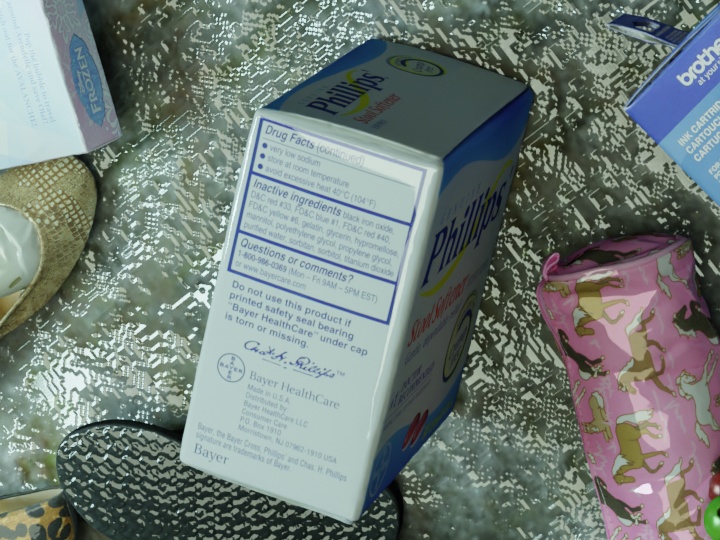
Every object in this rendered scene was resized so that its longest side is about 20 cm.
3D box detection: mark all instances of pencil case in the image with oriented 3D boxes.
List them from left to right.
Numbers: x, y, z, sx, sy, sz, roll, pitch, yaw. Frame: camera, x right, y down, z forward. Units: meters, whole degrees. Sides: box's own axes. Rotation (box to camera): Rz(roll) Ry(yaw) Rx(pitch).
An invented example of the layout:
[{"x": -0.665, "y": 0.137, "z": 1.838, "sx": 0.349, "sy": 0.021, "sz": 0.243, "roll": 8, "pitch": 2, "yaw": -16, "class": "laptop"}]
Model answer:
[{"x": 0.154, "y": 0.077, "z": 1.542, "sx": 0.083, "sy": 0.086, "sz": 0.201, "roll": -1, "pitch": 107, "yaw": 53, "class": "pencil case"}]

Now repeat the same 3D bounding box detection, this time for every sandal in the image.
[{"x": -0.075, "y": 0.128, "z": 1.657, "sx": 0.199, "sy": 0.048, "sz": 0.076, "roll": 11, "pitch": 107, "yaw": 2, "class": "sandal"}]

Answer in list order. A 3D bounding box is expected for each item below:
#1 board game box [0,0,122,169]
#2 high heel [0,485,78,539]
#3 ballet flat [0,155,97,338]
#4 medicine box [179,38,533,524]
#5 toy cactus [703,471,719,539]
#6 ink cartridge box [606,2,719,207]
[{"x": -0.248, "y": -0.149, "z": 1.619, "sx": 0.198, "sy": 0.043, "sz": 0.201, "roll": -9, "pitch": 103, "yaw": 32, "class": "board game box"}, {"x": -0.267, "y": 0.136, "z": 1.700, "sx": 0.200, "sy": 0.071, "sz": 0.143, "roll": 32, "pitch": 120, "yaw": -10, "class": "high heel"}, {"x": -0.222, "y": 0.015, "z": 1.660, "sx": 0.070, "sy": 0.065, "sz": 0.200, "roll": 41, "pitch": 113, "yaw": 4, "class": "ballet flat"}, {"x": 0.000, "y": 0.000, "z": 1.516, "sx": 0.103, "sy": 0.182, "sz": 0.201, "roll": 19, "pitch": 111, "yaw": 12, "class": "medicine box"}, {"x": 0.260, "y": 0.130, "z": 1.504, "sx": 0.199, "sy": 0.102, "sz": 0.166, "roll": 20, "pitch": 71, "yaw": -17, "class": "toy cactus"}, {"x": 0.211, "y": -0.068, "z": 1.450, "sx": 0.076, "sy": 0.136, "sz": 0.200, "roll": -44, "pitch": 88, "yaw": 18, "class": "ink cartridge box"}]
